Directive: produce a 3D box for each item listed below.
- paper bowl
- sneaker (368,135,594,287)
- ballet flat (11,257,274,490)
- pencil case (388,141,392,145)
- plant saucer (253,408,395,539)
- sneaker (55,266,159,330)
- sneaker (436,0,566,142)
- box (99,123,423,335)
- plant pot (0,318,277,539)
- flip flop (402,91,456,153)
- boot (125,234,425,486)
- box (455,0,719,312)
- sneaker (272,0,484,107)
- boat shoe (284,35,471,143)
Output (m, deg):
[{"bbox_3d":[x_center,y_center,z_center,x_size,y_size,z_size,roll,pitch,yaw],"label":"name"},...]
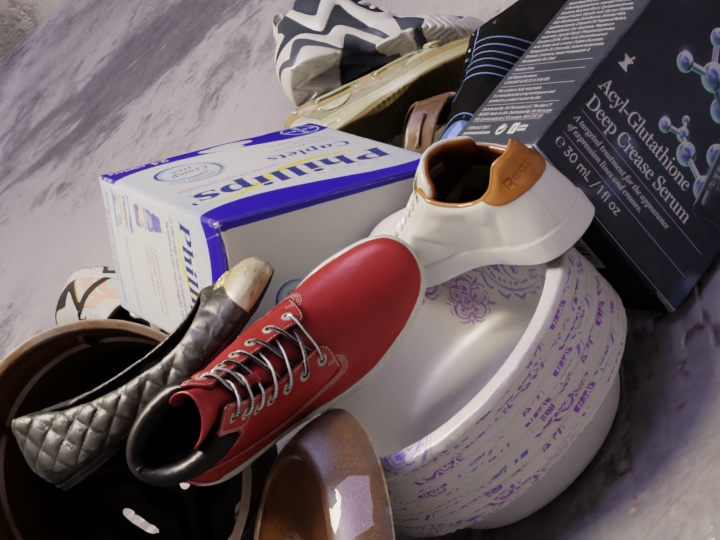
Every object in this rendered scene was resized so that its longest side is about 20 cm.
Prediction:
[{"bbox_3d":[0.077,0.075,1.133,0.200,0.104,0.201,-37,23,19],"label":"paper bowl"},{"bbox_3d":[0.054,-0.045,1.130,0.199,0.085,0.073,-13,36,56],"label":"sneaker"},{"bbox_3d":[-0.133,0.058,1.146,0.200,0.057,0.066,-41,6,8],"label":"ballet flat"},{"bbox_3d":[-0.063,-0.077,1.693,0.200,0.086,0.083,-44,65,5],"label":"pencil case"},{"bbox_3d":[-0.027,0.181,1.080,0.200,0.032,0.202,-176,90,-70],"label":"plant saucer"},{"bbox_3d":[-0.249,0.040,1.837,0.199,0.074,0.080,-20,35,48],"label":"sneaker"},{"bbox_3d":[0.109,-0.150,1.487,0.078,0.070,0.200,28,62,31],"label":"sneaker"},{"bbox_3d":[-0.056,-0.024,1.295,0.183,0.106,0.200,-17,20,-27],"label":"box"},{"bbox_3d":[-0.149,0.135,1.283,0.200,0.200,0.198,-43,-8,6],"label":"plant pot"},{"bbox_3d":[0.051,-0.108,1.566,0.200,0.058,0.081,-37,23,22],"label":"flip flop"},{"bbox_3d":[-0.046,0.053,1.076,0.200,0.072,0.144,-42,-9,2],"label":"boot"},{"bbox_3d":[0.182,-0.097,1.181,0.200,0.148,0.107,-51,23,-17],"label":"box"},{"bbox_3d":[0.011,-0.215,1.666,0.198,0.080,0.130,-16,45,-9],"label":"sneaker"},{"bbox_3d":[0.031,-0.154,1.604,0.200,0.073,0.063,-31,53,-2],"label":"boat shoe"}]
